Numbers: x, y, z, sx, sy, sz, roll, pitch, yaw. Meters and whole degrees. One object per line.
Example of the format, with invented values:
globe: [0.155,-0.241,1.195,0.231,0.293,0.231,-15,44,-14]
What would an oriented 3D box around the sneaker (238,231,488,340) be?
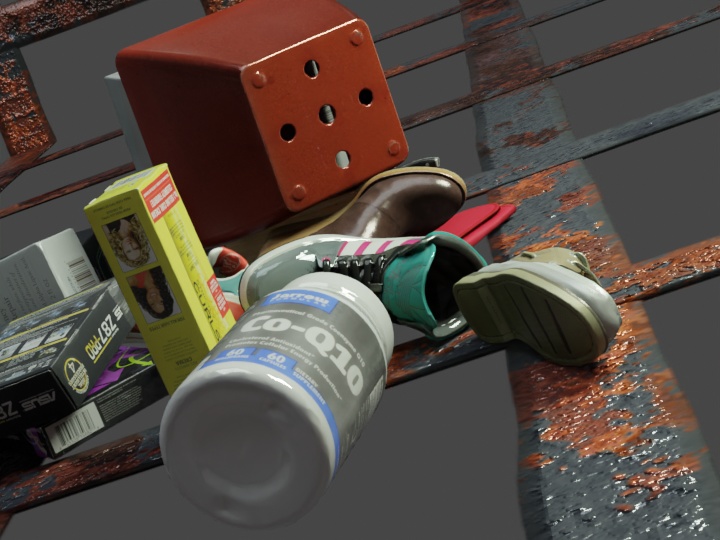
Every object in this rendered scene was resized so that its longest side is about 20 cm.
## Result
sneaker: [0.015,0.013,1.307,0.200,0.084,0.121,-7,6,-18]

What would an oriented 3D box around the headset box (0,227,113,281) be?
headset box: [-0.351,0.048,1.724,0.174,0.093,0.200,-18,15,15]

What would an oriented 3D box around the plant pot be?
plant pot: [-0.072,-0.140,1.533,0.200,0.200,0.176,-26,16,-25]

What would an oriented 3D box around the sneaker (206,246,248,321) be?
sneaker: [-0.127,0.027,1.437,0.093,0.070,0.200,-65,21,-3]

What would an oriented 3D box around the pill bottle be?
pill bottle: [-0.047,0.078,1.127,0.114,0.114,0.200,-16,15,20]

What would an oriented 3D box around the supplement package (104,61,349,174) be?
supplement package: [-0.134,-0.149,1.719,0.151,0.152,0.200,-27,21,-26]

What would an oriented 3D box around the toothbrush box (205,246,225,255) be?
toothbrush box: [-0.177,-0.060,1.901,0.146,0.086,0.200,-32,19,-38]

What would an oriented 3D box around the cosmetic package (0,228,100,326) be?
cosmetic package: [-0.334,0.048,1.568,0.200,0.102,0.074,-26,3,22]

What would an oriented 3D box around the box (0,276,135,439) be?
box: [-0.299,0.089,1.434,0.200,0.049,0.161,-22,22,23]

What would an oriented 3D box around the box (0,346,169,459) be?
box: [-0.254,0.110,1.472,0.143,0.036,0.200,-30,15,-32]

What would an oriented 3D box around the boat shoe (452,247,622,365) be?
boat shoe: [0.133,0.015,1.185,0.068,0.075,0.200,-31,15,-15]

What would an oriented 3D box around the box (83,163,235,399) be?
box: [-0.136,0.026,1.273,0.050,0.200,0.075,-19,13,18]

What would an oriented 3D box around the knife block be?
knife block: [-0.013,-0.045,1.620,0.200,0.064,0.176,-25,9,-20]

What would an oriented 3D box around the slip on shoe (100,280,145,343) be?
slip on shoe: [-0.189,0.030,1.627,0.200,0.061,0.074,-6,18,42]

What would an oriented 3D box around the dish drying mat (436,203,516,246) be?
dish drying mat: [0.061,-0.016,1.524,0.077,0.018,0.200,-11,17,40]

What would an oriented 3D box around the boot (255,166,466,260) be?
boot: [0.000,0.000,1.434,0.200,0.072,0.166,-20,35,14]
